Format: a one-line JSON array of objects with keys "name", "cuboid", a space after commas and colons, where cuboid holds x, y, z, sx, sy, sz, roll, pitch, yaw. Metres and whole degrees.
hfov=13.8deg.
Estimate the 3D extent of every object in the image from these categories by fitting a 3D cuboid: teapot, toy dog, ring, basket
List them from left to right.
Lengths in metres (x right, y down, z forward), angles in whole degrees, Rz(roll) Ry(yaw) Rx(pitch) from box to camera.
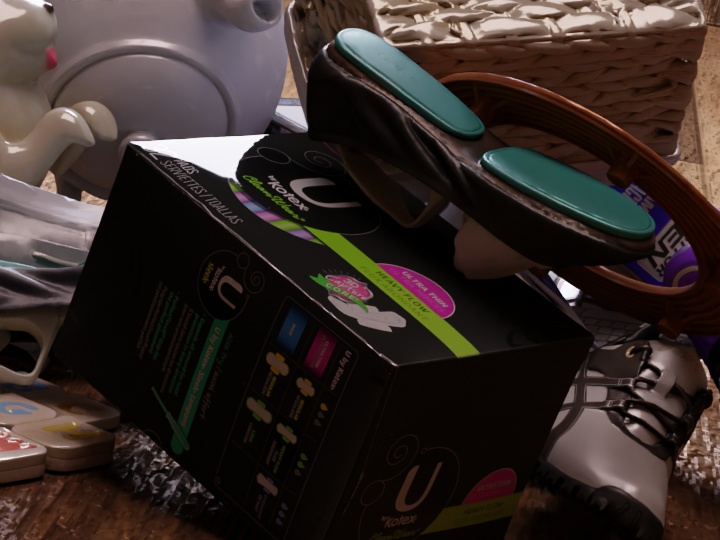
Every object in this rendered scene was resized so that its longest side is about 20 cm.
[{"name": "toy dog", "cuboid": [-0.234, -0.083, 1.713, 0.194, 0.200, 0.140, 15, 13, 19]}, {"name": "teapot", "cuboid": [-0.137, -0.109, 1.802, 0.197, 0.200, 0.146, -5, 42, 1]}, {"name": "basket", "cuboid": [0.074, -0.128, 1.588, 0.200, 0.123, 0.136, -5, 52, -17]}, {"name": "ring", "cuboid": [0.111, -0.027, 1.486, 0.200, 0.019, 0.200, 32, -18, 12]}]

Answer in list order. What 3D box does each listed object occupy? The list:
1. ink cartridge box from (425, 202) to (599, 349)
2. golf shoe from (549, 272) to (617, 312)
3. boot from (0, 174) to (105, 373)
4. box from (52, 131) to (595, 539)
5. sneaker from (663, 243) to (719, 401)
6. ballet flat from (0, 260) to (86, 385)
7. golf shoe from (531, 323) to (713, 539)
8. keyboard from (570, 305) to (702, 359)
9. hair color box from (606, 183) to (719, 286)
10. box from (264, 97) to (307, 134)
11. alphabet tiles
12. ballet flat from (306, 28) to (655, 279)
[{"name": "ink cartridge box", "cuboid": [0.058, -0.028, 1.646, 0.095, 0.037, 0.200, 39, 12, -45]}, {"name": "golf shoe", "cuboid": [0.112, 0.045, 1.707, 0.088, 0.077, 0.200, -1, 16, -19]}, {"name": "boot", "cuboid": [-0.161, 0.013, 1.613, 0.200, 0.096, 0.074, 16, -20, -17]}, {"name": "box", "cuboid": [-0.020, 0.036, 1.430, 0.149, 0.124, 0.200, -7, 36, -48]}, {"name": "sneaker", "cuboid": [0.223, 0.068, 1.550, 0.200, 0.070, 0.100, 49, 38, 11]}, {"name": "ballet flat", "cuboid": [-0.155, 0.027, 1.530, 0.200, 0.073, 0.073, 1, 14, -9]}, {"name": "golf shoe", "cuboid": [0.134, 0.076, 1.507, 0.078, 0.094, 0.200, 38, 10, -12]}, {"name": "keyboard", "cuboid": [0.105, 0.032, 1.660, 0.200, 0.011, 0.056, 8, 32, 31]}, {"name": "hair color box", "cuboid": [0.131, -0.051, 1.698, 0.200, 0.065, 0.109, 40, -2, 22]}, {"name": "box", "cuboid": [-0.015, -0.030, 1.845, 0.060, 0.117, 0.200, 0, 17, -28]}, {"name": "alphabet tiles", "cuboid": [-0.224, 0.066, 1.493, 0.200, 0.015, 0.196, 19, 15, 36]}, {"name": "ballet flat", "cuboid": [0.053, -0.041, 1.416, 0.200, 0.068, 0.068, 36, 27, 27]}]
